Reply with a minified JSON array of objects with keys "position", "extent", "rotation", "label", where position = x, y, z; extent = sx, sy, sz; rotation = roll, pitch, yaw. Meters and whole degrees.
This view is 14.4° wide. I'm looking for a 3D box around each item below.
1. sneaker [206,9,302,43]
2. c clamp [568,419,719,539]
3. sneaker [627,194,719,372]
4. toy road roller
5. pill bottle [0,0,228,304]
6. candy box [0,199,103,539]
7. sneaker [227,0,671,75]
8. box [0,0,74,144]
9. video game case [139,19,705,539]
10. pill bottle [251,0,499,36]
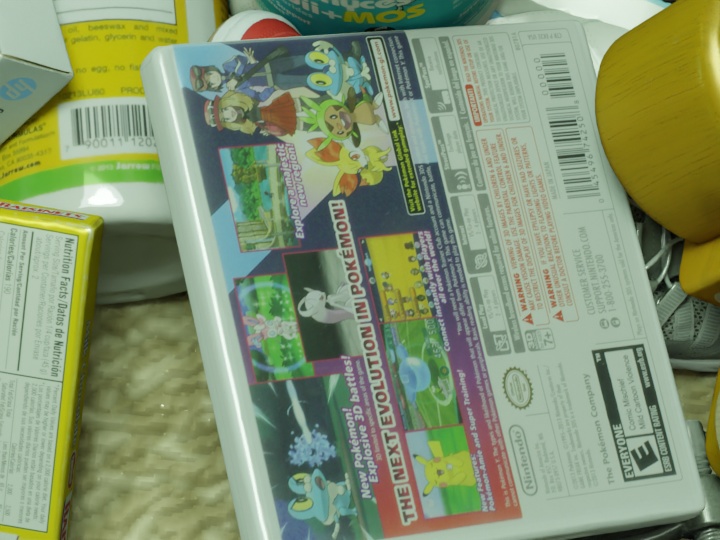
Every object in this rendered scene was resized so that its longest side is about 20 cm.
[{"position":[0.000,0.000,1.085],"extent":[0.071,0.112,0.200],"rotation":[-26,114,-36],"label":"sneaker"},{"position":[0.119,0.150,1.074],"extent":[0.171,0.027,0.200],"rotation":[-5,69,1],"label":"c clamp"},{"position":[0.122,0.001,1.137],"extent":[0.200,0.082,0.075],"rotation":[-13,72,-4],"label":"sneaker"},{"position":[0.158,-0.020,1.048],"extent":[0.146,0.123,0.200],"rotation":[21,67,-20],"label":"toy road roller"},{"position":[-0.108,-0.096,1.167],"extent":[0.111,0.111,0.200],"rotation":[-6,71,1],"label":"pill bottle"},{"position":[-0.161,0.067,1.105],"extent":[0.102,0.026,0.200],"rotation":[10,106,5],"label":"candy box"},{"position":[0.037,-0.086,1.176],"extent":[0.200,0.077,0.081],"rotation":[13,74,9],"label":"sneaker"},{"position":[-0.199,-0.118,1.154],"extent":[0.156,0.041,0.200],"rotation":[-39,56,31],"label":"box"},{"position":[0.024,0.007,1.049],"extent":[0.182,0.023,0.200],"rotation":[-6,75,-26],"label":"video game case"},{"position":[0.003,-0.153,1.055],"extent":[0.111,0.200,0.111],"rotation":[-1,74,2],"label":"pill bottle"}]
